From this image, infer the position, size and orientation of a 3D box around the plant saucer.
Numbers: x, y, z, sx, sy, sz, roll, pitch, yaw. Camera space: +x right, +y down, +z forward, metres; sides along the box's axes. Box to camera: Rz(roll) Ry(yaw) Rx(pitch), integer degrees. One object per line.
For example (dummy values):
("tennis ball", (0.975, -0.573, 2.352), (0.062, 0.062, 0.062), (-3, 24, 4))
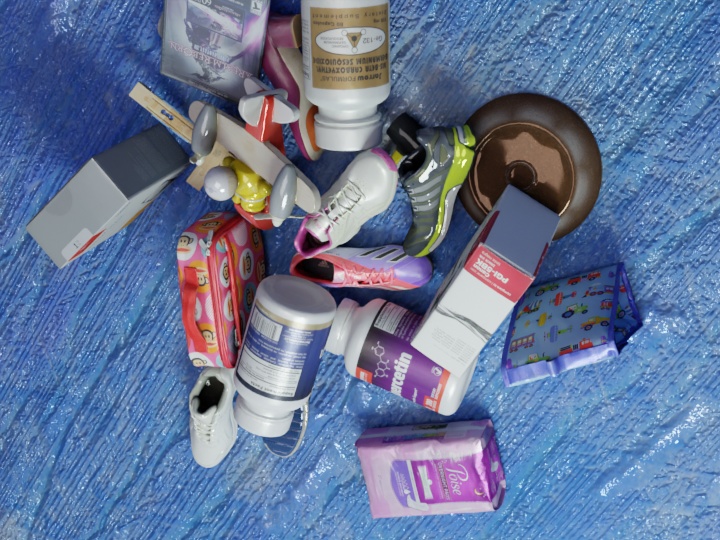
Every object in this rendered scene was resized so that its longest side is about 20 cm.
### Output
("plant saucer", (0.209, -0.124, 1.653), (0.198, 0.037, 0.203), (7, 111, 18))

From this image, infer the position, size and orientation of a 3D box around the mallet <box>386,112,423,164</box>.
("mallet", (0.032, -0.115, 1.721), (0.066, 0.041, 0.201), (36, 120, 8))

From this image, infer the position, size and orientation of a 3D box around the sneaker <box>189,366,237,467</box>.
("sneaker", (-0.225, 0.208, 1.889), (0.077, 0.099, 0.202), (16, 113, 13))

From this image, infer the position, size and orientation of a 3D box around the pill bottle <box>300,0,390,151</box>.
("pill bottle", (-0.017, -0.261, 1.640), (0.113, 0.114, 0.203), (5, 111, 17))

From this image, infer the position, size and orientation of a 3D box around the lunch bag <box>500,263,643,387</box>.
("lunch bag", (0.260, 0.080, 1.615), (0.149, 0.200, 0.095), (-16, 103, 24))

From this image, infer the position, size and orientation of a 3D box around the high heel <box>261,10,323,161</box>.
("high heel", (-0.098, -0.246, 1.716), (0.095, 0.067, 0.203), (9, 114, 40))

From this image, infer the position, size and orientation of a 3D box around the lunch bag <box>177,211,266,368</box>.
("lunch bag", (-0.195, 0.028, 1.772), (0.081, 0.176, 0.203), (2, 110, 20))

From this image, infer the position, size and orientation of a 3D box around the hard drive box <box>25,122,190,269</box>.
("hard drive box", (-0.342, -0.106, 1.763), (0.156, 0.200, 0.077), (-40, 93, 27))

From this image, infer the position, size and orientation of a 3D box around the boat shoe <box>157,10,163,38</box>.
("boat shoe", (-0.201, -0.367, 1.695), (0.070, 0.070, 0.200), (28, 144, -21))

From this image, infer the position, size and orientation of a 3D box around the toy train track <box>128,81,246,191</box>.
("toy train track", (-0.231, -0.191, 1.775), (0.199, 0.033, 0.115), (37, 100, -13))

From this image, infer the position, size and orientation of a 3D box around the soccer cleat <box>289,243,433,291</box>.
("soccer cleat", (0.000, 0.000, 1.750), (0.197, 0.073, 0.069), (6, 111, 18))

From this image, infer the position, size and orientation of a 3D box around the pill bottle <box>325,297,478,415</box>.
("pill bottle", (0.056, 0.110, 1.748), (0.198, 0.112, 0.114), (22, 115, 11))

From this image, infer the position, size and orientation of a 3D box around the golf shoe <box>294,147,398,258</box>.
("golf shoe", (-0.020, -0.080, 1.673), (0.075, 0.091, 0.200), (45, 137, 5))

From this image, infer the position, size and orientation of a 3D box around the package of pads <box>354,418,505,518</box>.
("package of pads", (0.098, 0.281, 1.815), (0.197, 0.076, 0.122), (-7, 109, 22))

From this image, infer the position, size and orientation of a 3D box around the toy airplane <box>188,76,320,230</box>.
("toy airplane", (-0.143, -0.145, 1.671), (0.201, 0.140, 0.199), (61, 154, -9))

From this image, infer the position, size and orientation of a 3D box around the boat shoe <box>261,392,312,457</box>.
("boat shoe", (-0.095, 0.168, 1.843), (0.071, 0.072, 0.203), (14, 110, 13))

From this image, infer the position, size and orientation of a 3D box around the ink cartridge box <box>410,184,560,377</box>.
("ink cartridge box", (0.157, 0.015, 1.633), (0.082, 0.147, 0.201), (32, 130, 0))

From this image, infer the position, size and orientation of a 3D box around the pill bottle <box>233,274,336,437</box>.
("pill bottle", (-0.109, 0.118, 1.731), (0.110, 0.111, 0.202), (23, 114, 10))

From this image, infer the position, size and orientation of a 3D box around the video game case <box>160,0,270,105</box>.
("video game case", (-0.191, -0.309, 1.673), (0.141, 0.019, 0.201), (23, 139, 7))

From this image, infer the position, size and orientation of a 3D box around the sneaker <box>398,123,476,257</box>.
("sneaker", (0.082, -0.106, 1.663), (0.080, 0.074, 0.202), (9, 123, -13))
